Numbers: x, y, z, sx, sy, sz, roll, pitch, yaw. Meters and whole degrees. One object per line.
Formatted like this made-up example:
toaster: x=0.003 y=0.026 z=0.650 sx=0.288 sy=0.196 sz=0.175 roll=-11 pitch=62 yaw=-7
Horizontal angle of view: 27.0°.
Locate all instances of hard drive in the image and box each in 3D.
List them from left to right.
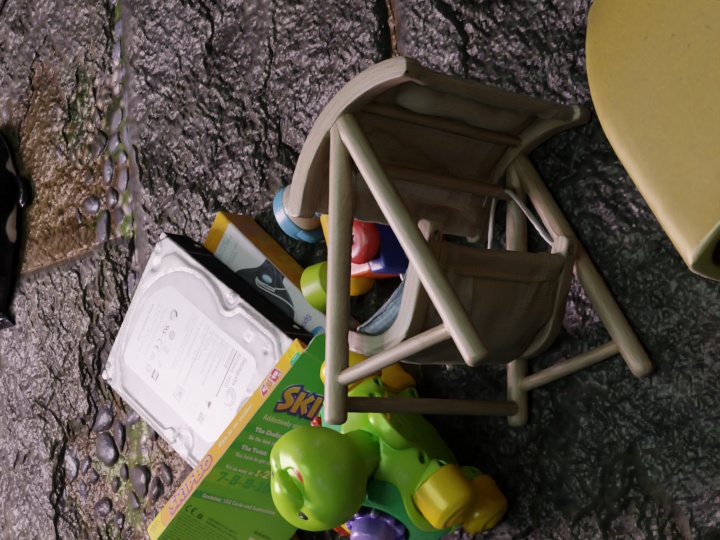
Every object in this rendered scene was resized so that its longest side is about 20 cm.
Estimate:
hard drive: x=-0.120 y=0.075 z=1.188 sx=0.200 sy=0.038 sz=0.141 roll=37 pitch=108 yaw=38

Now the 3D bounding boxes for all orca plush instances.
orca plush: x=-0.389 y=-0.042 z=1.486 sx=0.105 sy=0.071 sz=0.202 roll=8 pitch=91 yaw=43

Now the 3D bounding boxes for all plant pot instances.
plant pot: x=0.239 y=-0.120 z=0.830 sx=0.195 sy=0.194 sz=0.201 roll=-55 pitch=46 yaw=24

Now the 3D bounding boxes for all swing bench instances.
swing bench: x=0.066 y=-0.013 z=0.967 sx=0.129 sy=0.198 sz=0.202 roll=-27 pitch=68 yaw=38

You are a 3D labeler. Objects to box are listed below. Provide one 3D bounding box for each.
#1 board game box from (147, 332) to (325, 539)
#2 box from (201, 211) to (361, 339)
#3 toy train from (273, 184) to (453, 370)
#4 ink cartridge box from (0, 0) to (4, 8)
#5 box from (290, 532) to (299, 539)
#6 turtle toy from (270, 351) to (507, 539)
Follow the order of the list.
board game box: x=-0.061 y=0.140 z=1.111 sx=0.200 sy=0.095 sz=0.030 roll=-50 pitch=32 yaw=7
box: x=-0.072 y=0.056 z=1.201 sx=0.200 sy=0.041 sz=0.120 roll=43 pitch=114 yaw=35
toy train: x=0.000 y=0.000 z=1.110 sx=0.115 sy=0.084 sz=0.202 roll=-33 pitch=64 yaw=42
ink cartridge box: x=-0.395 y=-0.392 z=1.550 sx=0.200 sy=0.040 sz=0.201 roll=48 pitch=117 yaw=35
box: x=-0.093 y=0.251 z=1.193 sx=0.117 sy=0.048 sz=0.201 roll=-46 pitch=56 yaw=29
turtle toy: x=0.006 y=0.133 z=1.012 sx=0.101 sy=0.200 sz=0.146 roll=-43 pitch=67 yaw=9
